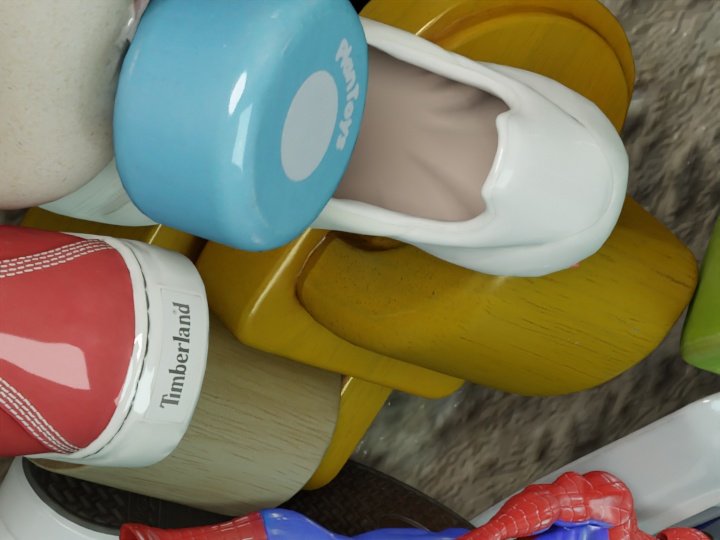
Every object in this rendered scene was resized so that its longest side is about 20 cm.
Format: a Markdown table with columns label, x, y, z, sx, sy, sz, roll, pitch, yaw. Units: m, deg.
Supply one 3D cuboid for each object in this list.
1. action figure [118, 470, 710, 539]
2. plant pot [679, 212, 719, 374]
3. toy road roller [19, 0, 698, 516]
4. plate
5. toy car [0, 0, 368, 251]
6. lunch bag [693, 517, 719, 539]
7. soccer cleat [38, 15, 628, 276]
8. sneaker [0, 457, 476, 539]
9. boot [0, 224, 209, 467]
| label | x | y | z | sx | sy | sz | roll | pitch | yaw |
| --- | --- | --- | --- | --- | --- | --- | --- | --- | --- |
| action figure | 0.023 | 0.096 | 0.886 | 0.200 | 0.052 | 0.065 | -6 | 129 | -28 |
| plant pot | 0.206 | -0.040 | 0.774 | 0.200 | 0.199 | 0.182 | 59 | 46 | -87 |
| toy road roller | 0.000 | 0.000 | 0.817 | 0.123 | 0.146 | 0.200 | 19 | 110 | -47 |
| plate | 0.147 | 0.055 | 0.993 | 0.199 | 0.032 | 0.200 | -17 | 170 | -29 |
| toy car | -0.064 | -0.133 | 0.671 | 0.200 | 0.184 | 0.177 | -55 | 149 | -36 |
| lunch bag | 0.158 | 0.122 | 1.061 | 0.200 | 0.160 | 0.076 | -24 | 105 | -21 |
| soccer cleat | -0.029 | -0.041 | 0.729 | 0.078 | 0.200 | 0.069 | 22 | 80 | -62 |
| sneaker | -0.039 | 0.106 | 0.941 | 0.200 | 0.073 | 0.085 | 12 | 118 | -33 |
| boot | -0.148 | 0.010 | 0.696 | 0.144 | 0.200 | 0.073 | 11 | 80 | -34 |
